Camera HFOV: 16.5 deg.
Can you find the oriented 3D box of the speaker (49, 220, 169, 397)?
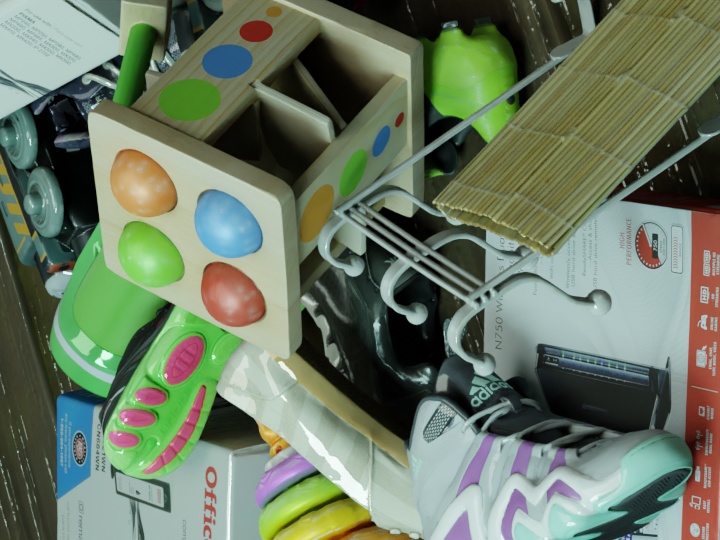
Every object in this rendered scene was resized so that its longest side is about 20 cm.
[{"bbox_3d":[-0.123,-0.013,1.571,0.089,0.088,0.200,54,125,32],"label":"speaker"}]

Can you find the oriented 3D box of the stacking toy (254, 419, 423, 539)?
[{"bbox_3d":[-0.024,0.141,1.456,0.116,0.109,0.201,-43,65,41],"label":"stacking toy"}]

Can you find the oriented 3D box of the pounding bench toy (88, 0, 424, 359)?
[{"bbox_3d":[-0.089,-0.069,1.352,0.199,0.156,0.125,25,143,23],"label":"pounding bench toy"}]

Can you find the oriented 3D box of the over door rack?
[{"bbox_3d":[0.091,-0.043,1.260,0.200,0.067,0.148,-44,37,-9],"label":"over door rack"}]

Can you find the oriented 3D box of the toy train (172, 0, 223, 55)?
[{"bbox_3d":[-0.088,-0.218,1.454,0.114,0.085,0.201,-19,82,52],"label":"toy train"}]

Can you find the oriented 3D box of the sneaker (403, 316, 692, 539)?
[{"bbox_3d":[0.080,0.082,1.272,0.200,0.077,0.141,-36,67,47],"label":"sneaker"}]

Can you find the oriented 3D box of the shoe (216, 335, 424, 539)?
[{"bbox_3d":[0.004,0.106,1.395,0.200,0.070,0.053,41,94,-4],"label":"shoe"}]

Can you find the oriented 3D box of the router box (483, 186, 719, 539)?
[{"bbox_3d":[0.140,0.059,1.295,0.179,0.049,0.202,10,102,50],"label":"router box"}]

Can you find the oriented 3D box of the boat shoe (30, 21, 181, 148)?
[{"bbox_3d":[-0.129,-0.124,1.558,0.075,0.093,0.200,54,147,-12],"label":"boat shoe"}]

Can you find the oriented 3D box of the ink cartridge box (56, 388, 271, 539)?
[{"bbox_3d":[-0.109,0.161,1.590,0.199,0.084,0.147,11,103,51],"label":"ink cartridge box"}]

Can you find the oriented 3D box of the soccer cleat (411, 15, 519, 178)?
[{"bbox_3d":[0.014,-0.089,1.424,0.199,0.067,0.082,-11,91,49],"label":"soccer cleat"}]

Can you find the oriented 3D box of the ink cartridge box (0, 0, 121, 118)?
[{"bbox_3d":[-0.234,-0.180,1.581,0.199,0.084,0.146,-23,50,33],"label":"ink cartridge box"}]

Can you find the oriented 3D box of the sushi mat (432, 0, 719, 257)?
[{"bbox_3d":[0.129,-0.090,1.210,0.096,0.200,0.012,26,158,53],"label":"sushi mat"}]

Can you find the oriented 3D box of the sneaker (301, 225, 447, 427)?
[{"bbox_3d":[0.000,0.000,1.448,0.090,0.066,0.201,-34,78,41],"label":"sneaker"}]

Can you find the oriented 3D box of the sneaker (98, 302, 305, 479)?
[{"bbox_3d":[-0.099,0.031,1.514,0.200,0.077,0.084,-51,28,-4],"label":"sneaker"}]

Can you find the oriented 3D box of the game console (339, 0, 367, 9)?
[{"bbox_3d":[-0.018,-0.280,1.440,0.200,0.031,0.177,53,126,26],"label":"game console"}]

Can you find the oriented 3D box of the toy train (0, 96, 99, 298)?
[{"bbox_3d":[-0.216,-0.080,1.691,0.201,0.085,0.114,65,149,20],"label":"toy train"}]
